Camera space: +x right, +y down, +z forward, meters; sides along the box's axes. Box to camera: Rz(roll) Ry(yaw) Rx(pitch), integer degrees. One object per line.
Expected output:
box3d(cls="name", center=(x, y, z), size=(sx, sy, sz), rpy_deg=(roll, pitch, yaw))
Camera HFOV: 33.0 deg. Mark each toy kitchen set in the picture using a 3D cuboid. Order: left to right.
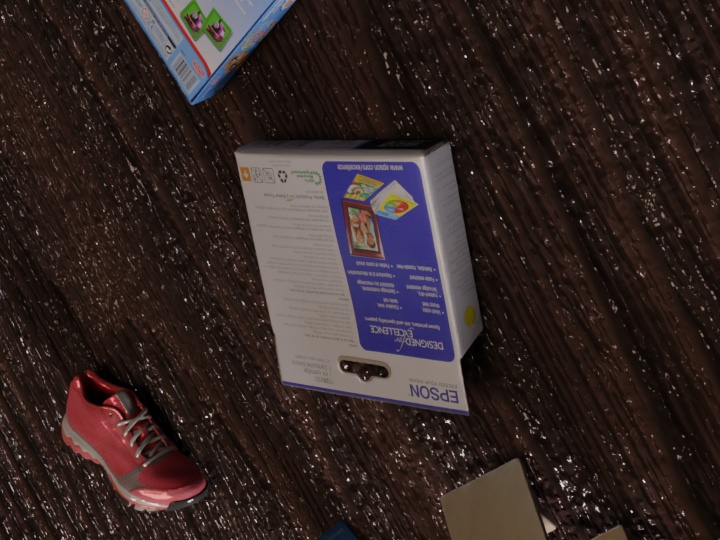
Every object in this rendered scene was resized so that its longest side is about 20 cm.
box3d(cls="toy kitchen set", center=(0.141, 0.265, 0.932), size=(0.199, 0.180, 0.164), rpy_deg=(-30, 47, 16))

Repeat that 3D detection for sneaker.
box3d(cls="sneaker", center=(-0.233, 0.168, 1.220), size=(0.199, 0.073, 0.088), rpy_deg=(28, 127, 31))

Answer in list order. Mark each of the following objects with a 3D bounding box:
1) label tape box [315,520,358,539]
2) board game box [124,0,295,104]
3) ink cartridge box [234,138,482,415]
box3d(cls="label tape box", center=(-0.012, 0.340, 1.047), size=(0.200, 0.143, 0.066), rpy_deg=(50, 136, 11))
box3d(cls="board game box", center=(-0.114, -0.244, 0.920), size=(0.152, 0.036, 0.200), rpy_deg=(57, 138, 4))
box3d(cls="ink cartridge box", center=(0.000, 0.000, 0.935), size=(0.196, 0.047, 0.202), rpy_deg=(5, 116, 40))
